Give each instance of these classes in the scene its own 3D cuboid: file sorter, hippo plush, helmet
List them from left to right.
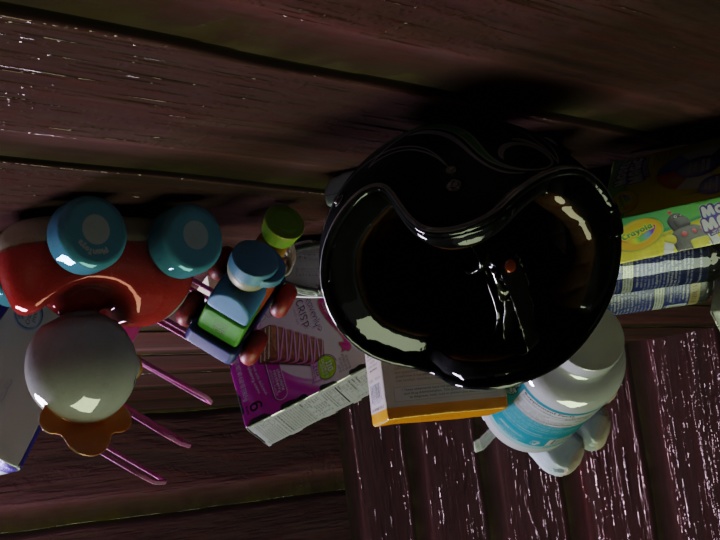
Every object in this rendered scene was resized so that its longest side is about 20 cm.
[{"bbox_3d":[-0.202,0.101,1.453,0.125,0.201,0.139,29,172,3],"label":"file sorter"},{"bbox_3d":[0.072,-0.018,1.066,0.199,0.203,0.190,0,-169,-40],"label":"helmet"},{"bbox_3d":[0.179,0.147,1.638,0.199,0.161,0.161,-25,-173,-18],"label":"hippo plush"}]

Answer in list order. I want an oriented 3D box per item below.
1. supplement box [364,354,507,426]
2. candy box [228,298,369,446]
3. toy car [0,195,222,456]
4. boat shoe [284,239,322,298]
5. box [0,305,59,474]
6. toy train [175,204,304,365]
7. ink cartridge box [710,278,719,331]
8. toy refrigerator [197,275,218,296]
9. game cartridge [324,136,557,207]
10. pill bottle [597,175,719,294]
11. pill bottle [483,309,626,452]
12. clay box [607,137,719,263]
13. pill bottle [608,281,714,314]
[{"bbox_3d":[0.066,0.047,1.445,0.124,0.202,0.074,-4,170,-12],"label":"supplement box"},{"bbox_3d":[-0.045,0.084,1.590,0.199,0.137,0.061,-28,145,11],"label":"candy box"},{"bbox_3d":[-0.221,0.057,1.244,0.175,0.203,0.184,3,168,-37],"label":"toy car"},{"bbox_3d":[0.000,0.000,1.510,0.198,0.077,0.060,-7,177,-9],"label":"boat shoe"},{"bbox_3d":[-0.373,0.104,1.432,0.105,0.185,0.199,35,151,-24],"label":"box"},{"bbox_3d":[-0.084,-0.017,1.332,0.084,0.201,0.116,31,133,0],"label":"toy train"},{"bbox_3d":[0.432,-0.009,1.411,0.144,0.201,0.084,-13,125,33],"label":"ink cartridge box"},{"bbox_3d":[-0.088,0.036,1.704,0.198,0.071,0.076,-5,164,-20],"label":"toy refrigerator"},{"bbox_3d":[0.081,-0.071,1.242,0.198,0.041,0.133,-10,168,15],"label":"game cartridge"},{"bbox_3d":[0.282,-0.040,1.367,0.198,0.113,0.112,-7,172,3],"label":"pill bottle"},{"bbox_3d":[0.193,0.100,1.436,0.109,0.112,0.200,-5,157,-15],"label":"pill bottle"},{"bbox_3d":[0.282,-0.065,1.232,0.198,0.048,0.115,-12,-154,22],"label":"clay box"},{"bbox_3d":[0.251,-0.010,1.485,0.198,0.113,0.112,-8,172,2],"label":"pill bottle"}]
